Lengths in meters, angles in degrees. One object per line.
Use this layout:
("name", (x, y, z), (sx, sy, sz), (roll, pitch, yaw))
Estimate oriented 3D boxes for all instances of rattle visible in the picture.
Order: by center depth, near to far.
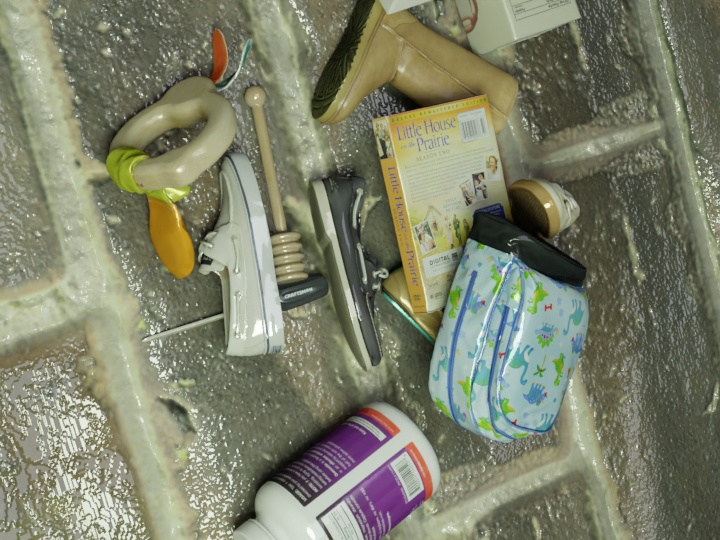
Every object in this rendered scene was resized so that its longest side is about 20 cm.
("rattle", (-0.146, -0.118, 1.163), (0.143, 0.129, 0.201), (52, 39, -26))

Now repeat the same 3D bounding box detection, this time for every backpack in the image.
("backpack", (0.146, 0.067, 1.189), (0.163, 0.153, 0.201), (23, 100, -51))

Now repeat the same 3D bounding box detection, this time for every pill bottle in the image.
("pill bottle", (-0.024, 0.225, 1.175), (0.199, 0.112, 0.113), (-35, 102, -25))

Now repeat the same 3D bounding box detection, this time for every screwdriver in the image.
("screwdriver", (-0.122, 0.037, 1.187), (0.198, 0.028, 0.029), (-13, 122, -26))

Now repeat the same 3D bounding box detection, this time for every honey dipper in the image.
("honey dipper", (-0.089, -0.088, 1.199), (0.038, 0.038, 0.202), (-9, 84, -28))

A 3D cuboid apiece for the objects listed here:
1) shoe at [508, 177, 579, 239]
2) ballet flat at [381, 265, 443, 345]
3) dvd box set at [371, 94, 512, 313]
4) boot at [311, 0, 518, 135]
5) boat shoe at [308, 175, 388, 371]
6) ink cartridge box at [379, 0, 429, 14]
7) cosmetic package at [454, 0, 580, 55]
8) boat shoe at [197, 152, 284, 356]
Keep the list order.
("shoe", (0.194, -0.072, 1.266), (0.053, 0.200, 0.070), (-38, 85, 0))
("ballet flat", (0.104, 0.071, 1.273), (0.063, 0.069, 0.200), (-41, 106, 0))
("dvd box set", (0.092, -0.071, 1.236), (0.146, 0.029, 0.202), (-19, 99, -38))
("boot", (0.063, -0.186, 1.278), (0.199, 0.066, 0.176), (32, 73, -23))
("boat shoe", (0.000, 0.000, 1.222), (0.062, 0.073, 0.202), (-15, 89, -13))
("ink cartridge box", (0.059, -0.368, 1.222), (0.128, 0.125, 0.201), (-24, 78, -27))
("cosmetic package", (0.151, -0.350, 1.322), (0.103, 0.087, 0.202), (-21, 95, -28))
("boat shoe", (-0.123, -0.015, 1.162), (0.069, 0.071, 0.202), (-8, 83, -13))
